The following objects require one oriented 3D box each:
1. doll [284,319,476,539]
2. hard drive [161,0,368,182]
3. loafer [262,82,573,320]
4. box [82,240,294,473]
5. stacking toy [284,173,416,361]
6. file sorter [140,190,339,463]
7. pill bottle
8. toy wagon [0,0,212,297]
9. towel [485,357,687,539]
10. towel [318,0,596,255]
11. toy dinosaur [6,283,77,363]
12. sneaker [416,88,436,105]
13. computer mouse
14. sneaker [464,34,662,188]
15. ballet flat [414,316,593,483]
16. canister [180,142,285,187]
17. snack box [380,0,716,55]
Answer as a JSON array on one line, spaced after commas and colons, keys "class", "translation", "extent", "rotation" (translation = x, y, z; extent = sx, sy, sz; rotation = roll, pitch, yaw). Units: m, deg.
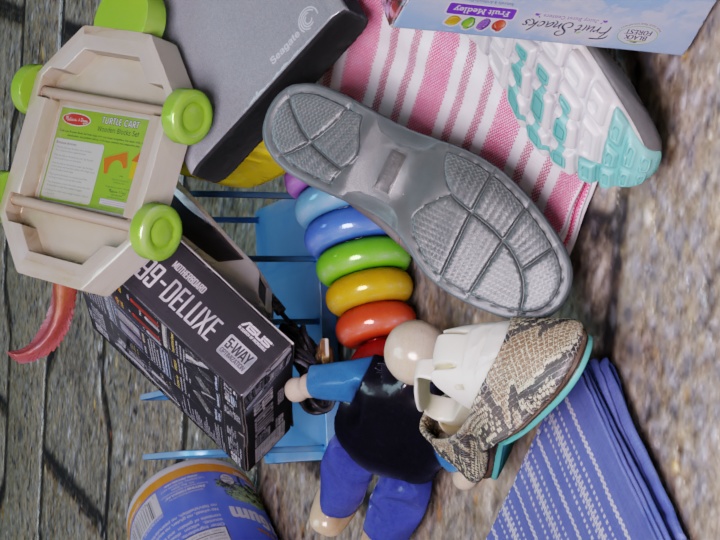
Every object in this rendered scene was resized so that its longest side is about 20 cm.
[{"class": "doll", "translation": [0.013, 0.104, 1.211], "extent": [0.049, 0.136, 0.201], "rotation": [-51, -13, -41]}, {"class": "hard drive", "translation": [-0.086, -0.171, 1.161], "extent": [0.140, 0.033, 0.201], "rotation": [-45, 54, 22]}, {"class": "loafer", "translation": [0.038, -0.041, 1.075], "extent": [0.072, 0.200, 0.063], "rotation": [-57, -15, 7]}, {"class": "box", "translation": [-0.116, 0.042, 1.265], "extent": [0.158, 0.050, 0.200], "rotation": [42, 164, 12]}, {"class": "stacking toy", "translation": [0.000, 0.000, 1.271], "extent": [0.085, 0.085, 0.201], "rotation": [139, 123, -61]}, {"class": "file sorter", "translation": [-0.097, 0.045, 1.445], "extent": [0.139, 0.122, 0.201], "rotation": [163, 105, -67]}, {"class": "pill bottle", "translation": [-0.106, 0.246, 1.481], "extent": [0.200, 0.111, 0.113], "rotation": [-121, 38, -50]}, {"class": "toy wagon", "translation": [-0.150, -0.088, 1.146], "extent": [0.155, 0.039, 0.201], "rotation": [13, 86, 41]}, {"class": "towel", "translation": [0.120, 0.161, 1.056], "extent": [0.201, 0.024, 0.145], "rotation": [110, 149, -44]}, {"class": "towel", "translation": [0.049, -0.084, 1.100], "extent": [0.200, 0.030, 0.147], "rotation": [36, 128, 28]}, {"class": "toy dinosaur", "translation": [-0.173, -0.059, 1.323], "extent": [0.182, 0.104, 0.201], "rotation": [102, 177, -54]}, {"class": "sneaker", "translation": [0.020, -0.117, 1.216], "extent": [0.201, 0.070, 0.098], "rotation": [57, 133, 51]}, {"class": "computer mouse", "translation": [-0.089, 0.013, 1.288], "extent": [0.200, 0.044, 0.110], "rotation": [46, 171, 17]}, {"class": "sneaker", "translation": [0.107, -0.131, 1.003], "extent": [0.200, 0.091, 0.078], "rotation": [56, 154, 24]}, {"class": "ballet flat", "translation": [0.066, 0.066, 1.059], "extent": [0.068, 0.075, 0.200], "rotation": [-63, -1, -22]}, {"class": "canister", "translation": [-0.070, -0.164, 1.250], "extent": [0.148, 0.086, 0.201], "rotation": [163, 119, -71]}, {"class": "snack box", "translation": [0.074, -0.205, 0.966], "extent": [0.068, 0.168, 0.201], "rotation": [120, 144, -45]}]
